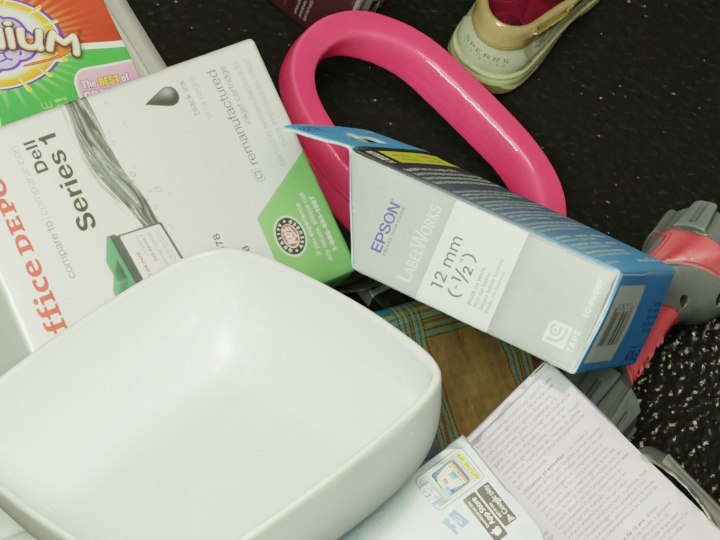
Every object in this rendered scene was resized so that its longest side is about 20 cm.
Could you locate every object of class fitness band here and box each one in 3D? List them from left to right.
[{"bbox_3d":[0.035,-0.067,1.741,0.200,0.037,0.144,46,43,3],"label":"fitness band"}]

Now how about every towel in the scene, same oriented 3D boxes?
[{"bbox_3d":[0.058,0.083,1.628,0.200,0.022,0.147,-16,83,-48],"label":"towel"}]

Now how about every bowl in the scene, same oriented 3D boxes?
[{"bbox_3d":[-0.075,0.088,1.450,0.200,0.075,0.200,-36,43,-25],"label":"bowl"}]

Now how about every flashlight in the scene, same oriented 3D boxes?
[{"bbox_3d":[0.165,0.040,1.701,0.068,0.068,0.200,14,42,23],"label":"flashlight"}]

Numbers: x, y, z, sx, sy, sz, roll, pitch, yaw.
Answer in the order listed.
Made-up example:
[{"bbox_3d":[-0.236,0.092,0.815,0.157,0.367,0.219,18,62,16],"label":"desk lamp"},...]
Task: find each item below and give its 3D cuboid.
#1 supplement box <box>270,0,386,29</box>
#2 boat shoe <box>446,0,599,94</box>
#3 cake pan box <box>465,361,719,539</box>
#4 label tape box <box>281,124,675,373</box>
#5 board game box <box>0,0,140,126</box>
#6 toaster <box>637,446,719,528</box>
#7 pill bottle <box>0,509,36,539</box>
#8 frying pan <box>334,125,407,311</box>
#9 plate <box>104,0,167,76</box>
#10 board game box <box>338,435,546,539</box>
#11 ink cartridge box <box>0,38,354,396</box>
[{"bbox_3d":[-0.063,-0.237,1.790,0.200,0.109,0.061,39,58,7],"label":"supplement box"},{"bbox_3d":[0.124,-0.195,1.843,0.074,0.066,0.200,29,57,2],"label":"boat shoe"},{"bbox_3d":[0.097,0.173,1.509,0.184,0.052,0.200,43,75,8],"label":"cake pan box"},{"bbox_3d":[0.057,-0.014,1.595,0.200,0.143,0.066,24,98,16],"label":"label tape box"},{"bbox_3d":[-0.210,-0.111,1.678,0.153,0.040,0.200,-18,68,-24],"label":"board game box"},{"bbox_3d":[0.145,0.204,1.592,0.129,0.114,0.200,39,64,6],"label":"toaster"},{"bbox_3d":[-0.153,0.196,1.510,0.120,0.120,0.200,-10,64,-21],"label":"pill bottle"},{"bbox_3d":[0.007,-0.012,1.725,0.190,0.031,0.115,37,54,0],"label":"frying pan"},{"bbox_3d":[-0.200,-0.104,1.720,0.200,0.032,0.200,-23,69,-26],"label":"plate"},{"bbox_3d":[0.032,0.218,1.440,0.199,0.043,0.200,-35,77,-17],"label":"board game box"},{"bbox_3d":[-0.126,-0.021,1.584,0.200,0.084,0.146,-23,86,-30],"label":"ink cartridge box"}]
